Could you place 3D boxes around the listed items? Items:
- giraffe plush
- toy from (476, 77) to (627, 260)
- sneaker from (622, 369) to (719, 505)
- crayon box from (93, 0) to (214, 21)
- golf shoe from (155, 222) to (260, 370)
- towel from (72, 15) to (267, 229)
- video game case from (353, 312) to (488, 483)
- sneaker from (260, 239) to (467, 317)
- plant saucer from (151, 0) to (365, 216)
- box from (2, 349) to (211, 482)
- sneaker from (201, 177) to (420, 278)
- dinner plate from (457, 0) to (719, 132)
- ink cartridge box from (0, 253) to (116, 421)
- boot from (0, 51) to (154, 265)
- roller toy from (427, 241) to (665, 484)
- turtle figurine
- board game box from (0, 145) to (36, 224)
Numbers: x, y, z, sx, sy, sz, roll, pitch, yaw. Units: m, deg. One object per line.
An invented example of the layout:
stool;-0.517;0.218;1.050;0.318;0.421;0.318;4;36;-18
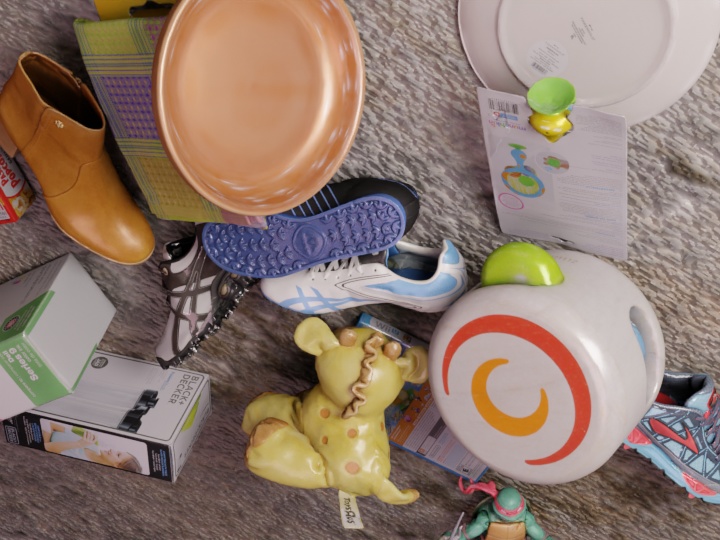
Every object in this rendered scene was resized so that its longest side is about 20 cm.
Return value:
giraffe plush;-0.016;0.122;1.015;0.172;0.200;0.163;4;109;-27
toy;0.164;-0.086;0.859;0.115;0.047;0.200;15;157;22
sneaker;0.308;0.144;0.990;0.199;0.079;0.096;31;128;-7
crayon box;-0.131;-0.153;0.901;0.126;0.051;0.201;5;130;32
golf shoe;-0.164;0.015;1.055;0.094;0.078;0.200;40;122;-1
towel;-0.160;-0.120;0.888;0.143;0.023;0.201;8;131;39
video game case;0.064;0.136;1.104;0.199;0.018;0.143;26;131;-3
sneaker;0.000;0.000;0.982;0.199;0.072;0.073;-2;125;17
plant saucer;-0.081;-0.144;0.830;0.037;0.200;0.201;15;138;46
box;-0.275;0.151;1.164;0.199;0.117;0.060;12;128;11
sneaker;-0.042;-0.041;0.953;0.199;0.078;0.071;-5;106;21
dinner plate;0.171;-0.188;0.808;0.199;0.024;0.201;10;130;12
ink cartridge box;-0.375;0.085;1.104;0.199;0.146;0.088;-23;118;22
boot;-0.250;-0.096;0.965;0.201;0.071;0.144;45;149;-9
roller toy;0.164;0.081;0.930;0.182;0.140;0.200;41;128;15
turtle figurine;0.155;0.293;1.143;0.149;0.101;0.201;8;141;10
board game box;-0.432;-0.131;1.035;0.151;0.046;0.201;-7;124;23
